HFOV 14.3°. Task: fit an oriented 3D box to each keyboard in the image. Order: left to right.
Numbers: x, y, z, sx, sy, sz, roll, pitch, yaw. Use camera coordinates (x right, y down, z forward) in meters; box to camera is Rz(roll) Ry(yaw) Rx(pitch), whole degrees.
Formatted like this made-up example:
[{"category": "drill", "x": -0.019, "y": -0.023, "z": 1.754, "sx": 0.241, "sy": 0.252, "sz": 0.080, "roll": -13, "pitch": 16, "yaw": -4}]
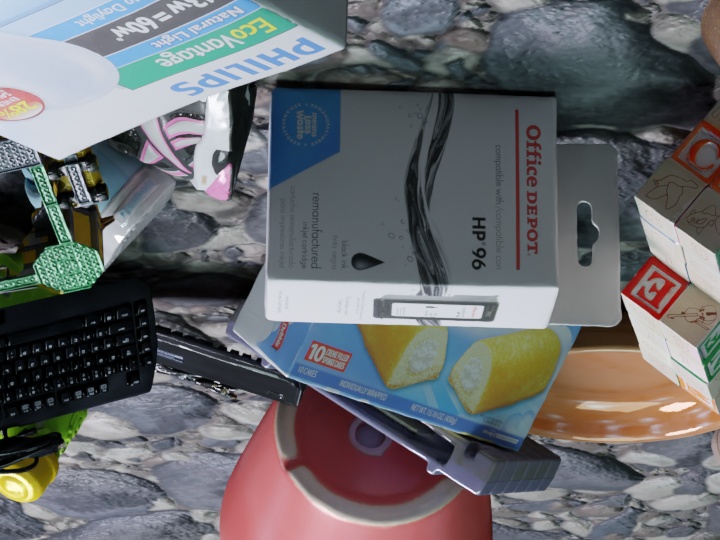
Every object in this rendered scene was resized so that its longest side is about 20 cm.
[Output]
[{"category": "keyboard", "x": -0.204, "y": 0.075, "z": 1.665, "sx": 0.199, "sy": 0.105, "sz": 0.040, "roll": -14, "pitch": -154, "yaw": -24}, {"category": "keyboard", "x": -0.130, "y": 0.049, "z": 1.875, "sx": 0.199, "sy": 0.021, "sz": 0.127, "roll": 19, "pitch": 166, "yaw": 0}]

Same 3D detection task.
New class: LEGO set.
[{"category": "LEGO set", "x": -0.229, "y": -0.059, "z": 1.519, "sx": 0.199, "sy": 0.116, "sz": 0.154, "roll": -17, "pitch": 135, "yaw": 10}]

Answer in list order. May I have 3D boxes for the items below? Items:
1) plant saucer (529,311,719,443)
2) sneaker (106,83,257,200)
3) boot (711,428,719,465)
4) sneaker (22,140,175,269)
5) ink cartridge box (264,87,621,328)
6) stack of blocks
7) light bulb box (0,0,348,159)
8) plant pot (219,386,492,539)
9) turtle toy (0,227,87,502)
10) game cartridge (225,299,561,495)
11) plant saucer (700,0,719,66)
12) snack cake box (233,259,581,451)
[{"category": "plant saucer", "x": 0.171, "y": 0.071, "z": 1.951, "sx": 0.198, "sy": 0.038, "sz": 0.200, "roll": 2, "pitch": 159, "yaw": 1}, {"category": "sneaker", "x": -0.100, "y": -0.096, "z": 1.485, "sx": 0.086, "sy": 0.081, "sz": 0.200, "roll": 13, "pitch": 153, "yaw": 0}, {"category": "boot", "x": 0.349, "y": 0.116, "z": 2.031, "sx": 0.198, "sy": 0.071, "sz": 0.146, "roll": 2, "pitch": 165, "yaw": 2}, {"category": "sneaker", "x": -0.157, "y": -0.048, "z": 1.649, "sx": 0.082, "sy": 0.074, "sz": 0.200, "roll": 44, "pitch": 163, "yaw": -2}, {"category": "ink cartridge box", "x": 0.048, "y": -0.034, "z": 1.575, "sx": 0.198, "sy": 0.117, "sz": 0.068, "roll": 1, "pitch": 159, "yaw": -3}, {"category": "stack of blocks", "x": 0.205, "y": -0.009, "z": 1.616, "sx": 0.058, "sy": 0.115, "sz": 0.200, "roll": 37, "pitch": 170, "yaw": 23}, {"category": "light bulb box", "x": -0.138, "y": -0.157, "z": 1.254, "sx": 0.197, "sy": 0.126, "sz": 0.199, "roll": -18, "pitch": 151, "yaw": 41}, {"category": "plant pot", "x": 0.003, "y": 0.148, "z": 1.975, "sx": 0.199, "sy": 0.202, "sz": 0.178, "roll": 3, "pitch": 151, "yaw": -4}, {"category": "turtle toy", "x": -0.232, "y": 0.039, "z": 1.753, "sx": 0.101, "sy": 0.146, "sz": 0.201, "roll": -3, "pitch": 129, "yaw": 34}, {"category": "game cartridge", "x": 0.022, "y": 0.082, "z": 1.809, "sx": 0.199, "sy": 0.039, "sz": 0.130, "roll": 32, "pitch": -175, "yaw": 22}, {"category": "plant saucer", "x": 0.274, "y": -0.113, "z": 1.466, "sx": 0.199, "sy": 0.037, "sz": 0.201, "roll": 2, "pitch": 160, "yaw": 1}, {"category": "snack cake box", "x": 0.035, "y": 0.023, "z": 1.706, "sx": 0.199, "sy": 0.116, "sz": 0.067, "roll": 20, "pitch": -169, "yaw": -40}]
